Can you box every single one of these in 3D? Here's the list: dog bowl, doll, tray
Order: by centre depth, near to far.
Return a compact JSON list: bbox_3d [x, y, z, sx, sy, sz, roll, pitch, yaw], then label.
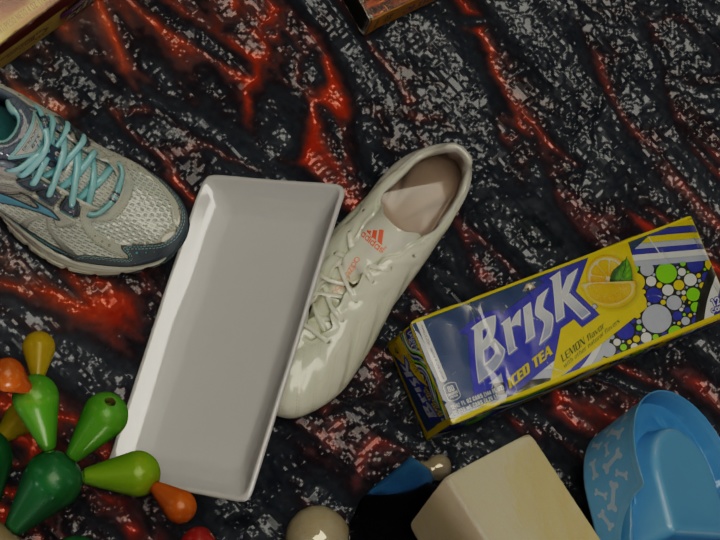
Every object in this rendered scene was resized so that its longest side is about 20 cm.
[{"bbox_3d":[0.053,0.175,1.300,0.199,0.049,0.137,12,56,-8],"label":"doll"},{"bbox_3d":[-0.076,0.039,1.300,0.107,0.022,0.201,5,69,34],"label":"tray"},{"bbox_3d":[0.190,0.174,1.307,0.111,0.049,0.201,11,61,-49],"label":"dog bowl"}]

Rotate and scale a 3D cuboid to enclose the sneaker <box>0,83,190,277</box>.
[{"bbox_3d":[-0.193,-0.060,1.286,0.199,0.086,0.078,24,73,-6],"label":"sneaker"}]

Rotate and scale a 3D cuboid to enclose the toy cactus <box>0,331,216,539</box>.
[{"bbox_3d":[-0.188,0.137,1.226,0.200,0.102,0.165,42,92,17],"label":"toy cactus"}]

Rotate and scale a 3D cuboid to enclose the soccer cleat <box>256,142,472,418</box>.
[{"bbox_3d":[0.000,0.000,1.320,0.069,0.078,0.200,36,71,-2],"label":"soccer cleat"}]

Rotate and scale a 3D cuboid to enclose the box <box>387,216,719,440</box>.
[{"bbox_3d":[0.122,0.035,1.347,0.199,0.064,0.070,-20,82,-18],"label":"box"}]

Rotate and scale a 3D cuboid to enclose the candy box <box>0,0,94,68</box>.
[{"bbox_3d":[-0.246,-0.233,1.335,0.117,0.056,0.200,-40,86,-18],"label":"candy box"}]

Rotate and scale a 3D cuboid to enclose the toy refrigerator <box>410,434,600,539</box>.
[{"bbox_3d":[0.117,0.199,1.233,0.070,0.076,0.200,-24,71,-27],"label":"toy refrigerator"}]

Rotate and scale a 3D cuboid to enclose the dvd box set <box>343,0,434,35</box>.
[{"bbox_3d":[0.053,-0.258,1.424,0.199,0.029,0.147,-26,83,-17],"label":"dvd box set"}]
